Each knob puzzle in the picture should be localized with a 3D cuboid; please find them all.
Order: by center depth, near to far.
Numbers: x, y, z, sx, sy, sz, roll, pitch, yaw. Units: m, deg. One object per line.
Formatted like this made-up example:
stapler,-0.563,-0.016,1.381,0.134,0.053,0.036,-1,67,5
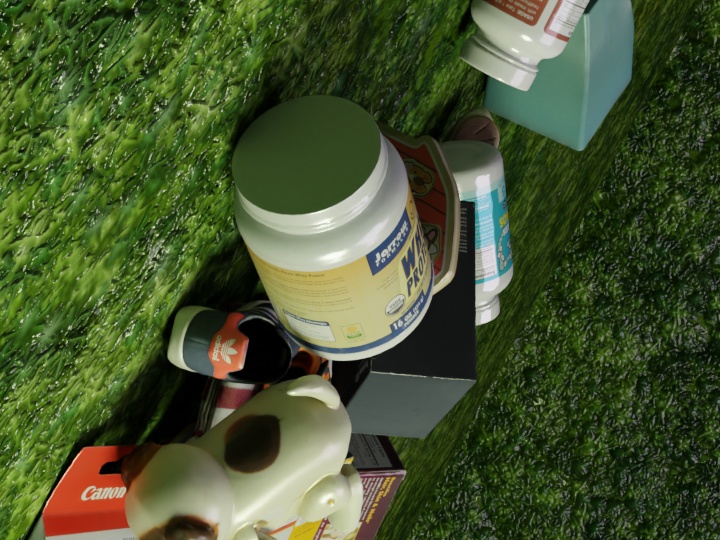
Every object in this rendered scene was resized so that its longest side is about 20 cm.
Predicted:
knob puzzle,0.011,-0.038,1.511,0.030,0.219,0.220,28,93,-47

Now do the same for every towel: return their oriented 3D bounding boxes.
towel,-0.127,0.130,1.572,0.144,0.023,0.201,29,76,-77

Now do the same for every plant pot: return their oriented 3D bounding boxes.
plant pot,0.242,-0.278,1.979,0.142,0.141,0.200,-54,159,-28

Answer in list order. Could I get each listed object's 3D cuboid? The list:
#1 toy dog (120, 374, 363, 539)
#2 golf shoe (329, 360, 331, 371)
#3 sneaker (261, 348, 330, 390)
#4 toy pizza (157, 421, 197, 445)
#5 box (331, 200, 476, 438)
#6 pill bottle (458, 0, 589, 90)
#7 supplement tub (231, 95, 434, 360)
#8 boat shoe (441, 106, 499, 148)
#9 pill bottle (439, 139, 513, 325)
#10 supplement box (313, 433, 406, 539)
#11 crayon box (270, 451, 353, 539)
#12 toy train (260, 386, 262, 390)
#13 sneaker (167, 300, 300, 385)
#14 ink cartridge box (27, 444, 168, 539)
toy dog,-0.104,0.183,1.415,0.200,0.140,0.194,-22,160,-28
golf shoe,0.010,0.055,1.902,0.200,0.094,0.078,-64,168,26
sneaker,-0.060,0.105,1.687,0.200,0.077,0.112,-80,-172,-52
toy pizza,-0.200,0.225,1.589,0.200,0.032,0.200,-55,167,-20
box,0.039,0.048,1.611,0.200,0.104,0.183,120,-26,-66
pill bottle,0.186,-0.298,1.751,0.200,0.112,0.112,-62,168,13
supplement tub,-0.023,-0.034,1.370,0.145,0.144,0.200,-55,150,-24
boat shoe,0.104,-0.102,1.969,0.200,0.071,0.065,-57,-168,21
pill bottle,0.116,-0.040,1.900,0.111,0.110,0.201,-44,133,-52
supplement box,-0.069,0.223,1.740,0.199,0.086,0.111,2,128,-29
crayon box,-0.097,0.256,1.624,0.126,0.052,0.200,-16,139,-49
toy train,-0.082,0.178,1.860,0.116,0.085,0.200,-50,168,2
sneaker,-0.086,0.069,1.465,0.200,0.084,0.075,-4,106,-63
ink cartridge box,-0.227,0.244,1.417,0.200,0.047,0.160,-60,157,8
